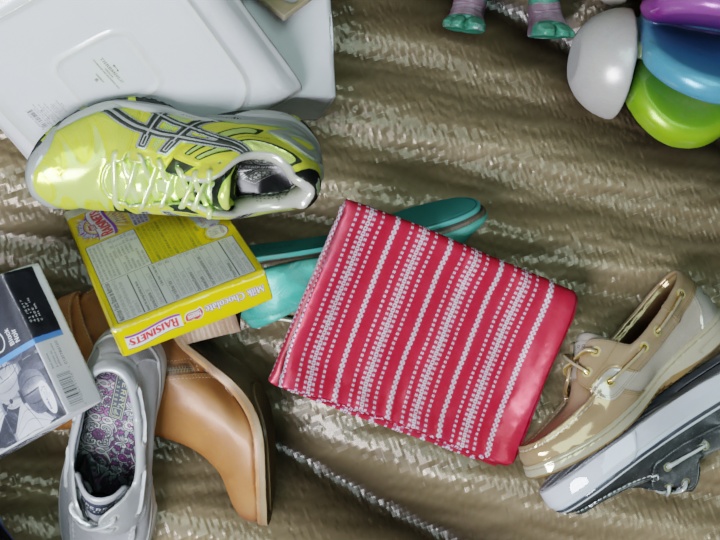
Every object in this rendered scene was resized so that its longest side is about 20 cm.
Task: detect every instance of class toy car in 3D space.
[{"bbox_3d":[0.255,-0.195,1.051,0.174,0.150,0.201,9,82,-8],"label":"toy car"}]

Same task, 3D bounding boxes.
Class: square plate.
[{"bbox_3d":[-0.167,-0.136,0.942,0.197,0.200,0.029,-26,44,13],"label":"square plate"}]

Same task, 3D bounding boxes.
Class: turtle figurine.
[{"bbox_3d":[0.119,-0.278,1.064,0.149,0.101,0.201,6,97,20],"label":"turtle figurine"}]

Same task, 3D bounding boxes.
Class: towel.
[{"bbox_3d":[0.050,0.049,1.014,0.199,0.022,0.145,21,95,-20],"label":"towel"}]

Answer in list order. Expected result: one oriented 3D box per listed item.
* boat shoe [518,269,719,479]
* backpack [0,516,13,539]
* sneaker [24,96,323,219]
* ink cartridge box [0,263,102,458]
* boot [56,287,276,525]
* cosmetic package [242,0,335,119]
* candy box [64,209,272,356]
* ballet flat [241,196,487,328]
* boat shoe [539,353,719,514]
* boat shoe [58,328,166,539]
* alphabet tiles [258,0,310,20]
[{"bbox_3d":[0.183,0.073,1.046,0.200,0.074,0.069,-38,95,-21],"label":"boat shoe"},{"bbox_3d":[-0.312,0.218,0.903,0.199,0.183,0.148,-16,65,-6],"label":"backpack"},{"bbox_3d":[-0.119,-0.070,0.933,0.199,0.076,0.076,-6,117,-12],"label":"sneaker"},{"bbox_3d":[-0.262,0.081,0.931,0.200,0.039,0.100,-30,86,34],"label":"ink cartridge box"},{"bbox_3d":[-0.145,0.097,1.000,0.154,0.074,0.201,-14,98,3],"label":"boot"},{"bbox_3d":[-0.122,-0.163,1.030,0.199,0.074,0.102,-1,82,-11],"label":"cosmetic package"},{"bbox_3d":[-0.134,-0.012,0.954,0.102,0.200,0.027,-23,120,-9],"label":"candy box"},{"bbox_3d":[0.000,0.000,1.039,0.199,0.067,0.071,-13,109,-10],"label":"ballet flat"},{"bbox_3d":[0.228,0.133,1.045,0.199,0.072,0.071,-30,91,-10],"label":"boat shoe"},{"bbox_3d":[-0.168,0.137,0.946,0.072,0.069,0.201,18,113,2],"label":"boat shoe"},{"bbox_3d":[-0.093,-0.265,1.035,0.200,0.006,0.166,40,61,16],"label":"alphabet tiles"}]
